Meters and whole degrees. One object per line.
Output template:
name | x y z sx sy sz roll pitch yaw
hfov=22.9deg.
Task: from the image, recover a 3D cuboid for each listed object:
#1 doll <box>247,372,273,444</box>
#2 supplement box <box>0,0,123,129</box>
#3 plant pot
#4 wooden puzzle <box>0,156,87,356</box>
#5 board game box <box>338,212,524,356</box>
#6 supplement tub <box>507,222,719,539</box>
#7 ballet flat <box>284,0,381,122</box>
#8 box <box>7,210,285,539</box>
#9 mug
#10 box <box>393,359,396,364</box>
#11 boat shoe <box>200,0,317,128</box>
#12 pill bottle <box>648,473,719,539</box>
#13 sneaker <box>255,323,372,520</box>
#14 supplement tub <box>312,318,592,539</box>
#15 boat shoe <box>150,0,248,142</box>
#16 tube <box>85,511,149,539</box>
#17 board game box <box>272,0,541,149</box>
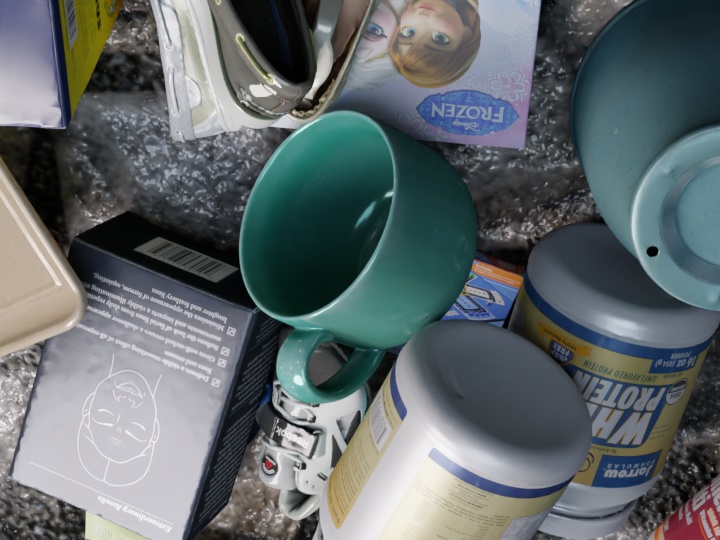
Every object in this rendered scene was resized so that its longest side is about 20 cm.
doll | -0.124 0.114 1.409 0.136 0.048 0.200 26 117 -3
supplement box | -0.227 -0.184 1.151 0.108 0.200 0.110 2 122 4
plant pot | 0.245 -0.073 1.202 0.199 0.188 0.201 2 118 3
wooden puzzle | -0.287 -0.036 1.294 0.185 0.037 0.200 -20 101 48
board game box | 0.014 0.010 1.360 0.199 0.019 0.103 19 119 -5
supplement tub | 0.171 0.082 1.314 0.144 0.145 0.201 13 118 -2
ballet flat | -0.012 -0.188 1.186 0.067 0.062 0.201 15 118 -1
box | -0.154 0.081 1.325 0.148 0.107 0.201 22 107 10
mug | -0.002 -0.010 1.252 0.114 0.152 0.185 23 109 -42
box | 0.035 0.177 1.383 0.049 0.082 0.201 8 114 0
boat shoe | -0.078 -0.198 1.169 0.060 0.072 0.202 -26 78 50
pill bottle | 0.327 0.189 1.377 0.109 0.110 0.200 37 114 -14
sneaker | -0.041 0.121 1.344 0.074 0.089 0.200 29 148 30
supplement tub | 0.057 0.149 1.237 0.144 0.145 0.200 23 125 -8
boat shoe | -0.132 -0.182 1.242 0.065 0.075 0.202 -15 122 7
tube | -0.140 0.250 1.479 0.199 0.052 0.058 13 78 14
board game box | 0.027 -0.190 1.241 0.199 0.041 0.200 5 118 3
